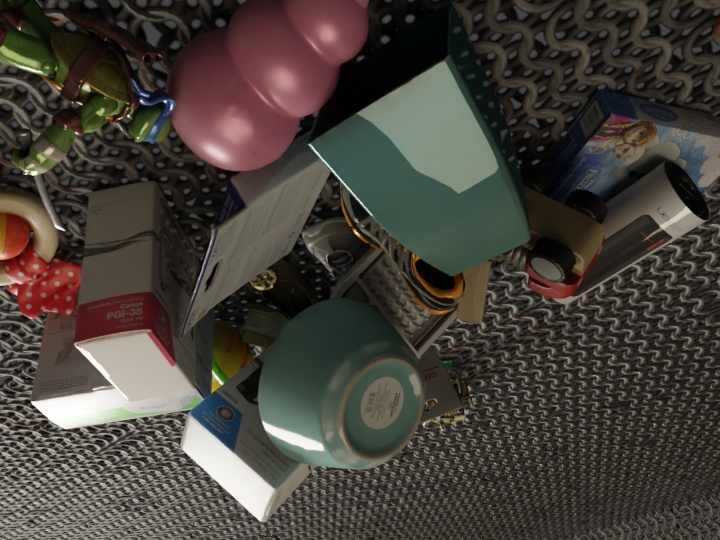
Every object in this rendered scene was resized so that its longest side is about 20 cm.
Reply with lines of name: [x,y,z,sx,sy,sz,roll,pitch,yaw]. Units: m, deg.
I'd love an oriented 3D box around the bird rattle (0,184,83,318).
bird rattle: [-0.409,-0.020,0.774,0.198,0.113,0.164,12,125,-31]

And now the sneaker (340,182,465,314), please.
sneaker: [0.054,-0.039,0.771,0.078,0.200,0.077,-42,-179,-8]

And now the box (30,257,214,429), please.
box: [-0.297,0.092,0.880,0.197,0.178,0.097,-10,146,2]

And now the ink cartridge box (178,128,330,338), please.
ink cartridge box: [-0.120,-0.043,0.731,0.041,0.200,0.200,41,138,7]

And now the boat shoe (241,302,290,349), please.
boat shoe: [-0.114,0.120,1.031,0.073,0.067,0.200,7,154,39]

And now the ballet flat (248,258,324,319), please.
ballet flat: [-0.097,0.041,0.957,0.067,0.047,0.200,-19,144,17]

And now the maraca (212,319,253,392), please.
maraca: [-0.209,0.141,1.014,0.106,0.138,0.200,-33,155,-7]

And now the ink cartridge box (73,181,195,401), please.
ink cartridge box: [-0.246,0.022,0.769,0.082,0.202,0.147,-10,146,1]

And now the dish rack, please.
dish rack: [0.059,0.019,0.868,0.200,0.043,0.172,-45,124,-9]

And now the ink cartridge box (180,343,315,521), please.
ink cartridge box: [-0.106,0.191,0.878,0.144,0.200,0.084,35,132,15]

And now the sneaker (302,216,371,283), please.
sneaker: [0.000,0.000,0.885,0.074,0.083,0.200,-25,142,25]

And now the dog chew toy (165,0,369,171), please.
dog chew toy: [-0.075,-0.178,0.591,0.199,0.126,0.124,-34,138,22]

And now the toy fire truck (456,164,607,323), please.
toy fire truck: [0.179,-0.013,0.807,0.175,0.129,0.201,30,161,24]

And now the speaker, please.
speaker: [0.303,-0.041,0.810,0.081,0.082,0.200,19,139,-33]

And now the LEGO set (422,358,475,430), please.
LEGO set: [0.120,0.249,1.231,0.197,0.117,0.155,-5,145,-3]

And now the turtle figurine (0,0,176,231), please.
turtle figurine: [-0.268,-0.148,0.564,0.194,0.145,0.199,42,152,-27]

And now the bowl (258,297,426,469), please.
bowl: [-0.004,0.140,0.766,0.199,0.203,0.105,21,177,-35]

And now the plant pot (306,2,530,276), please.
plant pot: [0.074,-0.105,0.638,0.140,0.142,0.201,-26,118,25]

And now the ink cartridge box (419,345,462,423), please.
ink cartridge box: [0.043,0.130,0.954,0.115,0.201,0.067,-12,151,-29]

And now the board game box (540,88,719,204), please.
board game box: [0.317,-0.112,0.819,0.196,0.044,0.201,5,144,-19]
